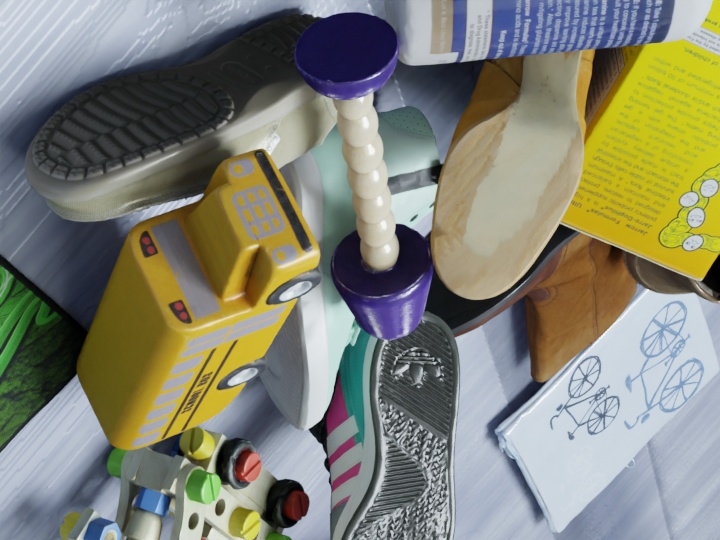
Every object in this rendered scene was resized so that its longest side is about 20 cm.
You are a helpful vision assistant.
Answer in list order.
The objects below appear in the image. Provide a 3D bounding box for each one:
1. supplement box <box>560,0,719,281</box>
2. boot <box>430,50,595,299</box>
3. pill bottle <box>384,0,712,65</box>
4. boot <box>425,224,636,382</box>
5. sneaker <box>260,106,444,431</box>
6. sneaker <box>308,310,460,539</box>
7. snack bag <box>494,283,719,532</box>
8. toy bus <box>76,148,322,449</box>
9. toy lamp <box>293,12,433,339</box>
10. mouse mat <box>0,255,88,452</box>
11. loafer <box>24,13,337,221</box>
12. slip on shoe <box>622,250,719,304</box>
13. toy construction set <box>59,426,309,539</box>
[{"bbox_3d":[0.192,-0.115,1.153,0.109,0.109,0.201,22,123,-12],"label":"supplement box"},{"bbox_3d":[0.087,-0.070,1.124,0.144,0.070,0.203,100,9,-81],"label":"boot"},{"bbox_3d":[0.110,-0.164,0.994,0.198,0.112,0.112,-6,136,-4],"label":"pill bottle"},{"bbox_3d":[0.107,0.016,1.339,0.188,0.068,0.200,-48,155,-17],"label":"boot"},{"bbox_3d":[0.000,0.000,1.157,0.117,0.074,0.202,-20,134,-28],"label":"sneaker"},{"bbox_3d":[0.003,0.118,1.232,0.083,0.121,0.202,8,92,-18],"label":"sneaker"},{"bbox_3d":[0.189,0.096,1.530,0.200,0.021,0.189,-45,146,-9],"label":"snack bag"},{"bbox_3d":[-0.084,0.018,1.008,0.078,0.065,0.200,-19,162,-25],"label":"toy bus"},{"bbox_3d":[0.005,-0.041,1.034,0.058,0.058,0.201,-34,142,-22],"label":"toy lamp"},{"bbox_3d":[-0.235,0.078,1.022,0.200,0.008,0.161,-48,147,-5],"label":"mouse mat"},{"bbox_3d":[-0.076,-0.064,1.007,0.199,0.076,0.069,-26,134,-33],"label":"loafer"},{"bbox_3d":[0.219,-0.009,1.264,0.200,0.076,0.061,-24,-143,63],"label":"slip on shoe"},{"bbox_3d":[-0.098,0.165,1.193,0.200,0.091,0.132,63,46,-63],"label":"toy construction set"}]
